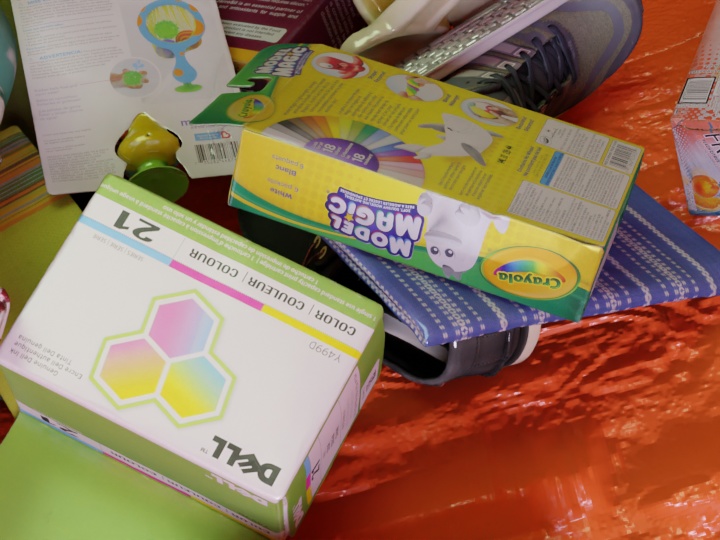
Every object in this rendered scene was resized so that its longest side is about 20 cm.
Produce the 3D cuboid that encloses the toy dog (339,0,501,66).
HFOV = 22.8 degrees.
[{"bbox_3d":[0.028,-0.238,1.021,0.193,0.140,0.201,-18,72,-41],"label":"toy dog"}]

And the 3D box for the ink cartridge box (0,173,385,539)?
[{"bbox_3d":[-0.097,0.082,0.799,0.147,0.076,0.201,25,68,9],"label":"ink cartridge box"}]

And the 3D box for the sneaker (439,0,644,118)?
[{"bbox_3d":[0.079,-0.093,0.985,0.200,0.074,0.081,-36,20,-8],"label":"sneaker"}]

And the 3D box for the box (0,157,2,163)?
[{"bbox_3d":[-0.223,0.048,0.810,0.050,0.158,0.200,21,29,-15],"label":"box"}]

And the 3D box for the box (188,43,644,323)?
[{"bbox_3d":[0.026,-0.049,0.849,0.199,0.049,0.117,21,31,9],"label":"box"}]

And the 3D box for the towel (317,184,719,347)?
[{"bbox_3d":[0.075,-0.014,0.878,0.199,0.024,0.145,-8,35,-32],"label":"towel"}]

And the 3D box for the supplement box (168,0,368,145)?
[{"bbox_3d":[-0.035,-0.160,1.114,0.110,0.086,0.200,12,50,34],"label":"supplement box"}]

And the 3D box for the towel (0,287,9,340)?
[{"bbox_3d":[-0.203,0.103,0.809,0.144,0.023,0.201,168,121,-74],"label":"towel"}]

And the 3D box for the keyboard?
[{"bbox_3d":[0.033,-0.112,0.980,0.199,0.011,0.056,-31,23,-1],"label":"keyboard"}]

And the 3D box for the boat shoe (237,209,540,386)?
[{"bbox_3d":[0.000,-0.003,0.918,0.063,0.074,0.201,-13,31,-40],"label":"boat shoe"}]

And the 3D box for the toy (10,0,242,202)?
[{"bbox_3d":[-0.134,-0.116,1.011,0.115,0.047,0.201,-7,53,-14],"label":"toy"}]

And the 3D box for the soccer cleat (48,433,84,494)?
[{"bbox_3d":[-0.100,0.064,0.905,0.081,0.068,0.200,11,47,16],"label":"soccer cleat"}]

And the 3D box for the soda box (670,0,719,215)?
[{"bbox_3d":[0.225,-0.117,0.962,0.063,0.069,0.200,4,46,27],"label":"soda box"}]

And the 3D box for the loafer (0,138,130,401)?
[{"bbox_3d":[-0.189,0.004,1.004,0.073,0.072,0.200,21,55,38],"label":"loafer"}]

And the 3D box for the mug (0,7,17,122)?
[{"bbox_3d":[-0.240,-0.106,0.920,0.185,0.152,0.114,-38,78,-29],"label":"mug"}]

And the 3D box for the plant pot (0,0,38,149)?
[{"bbox_3d":[-0.259,-0.091,1.081,0.186,0.187,0.201,-19,52,2],"label":"plant pot"}]

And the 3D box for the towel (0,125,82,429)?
[{"bbox_3d":[-0.175,0.000,0.922,0.086,0.018,0.200,-31,49,-13],"label":"towel"}]
